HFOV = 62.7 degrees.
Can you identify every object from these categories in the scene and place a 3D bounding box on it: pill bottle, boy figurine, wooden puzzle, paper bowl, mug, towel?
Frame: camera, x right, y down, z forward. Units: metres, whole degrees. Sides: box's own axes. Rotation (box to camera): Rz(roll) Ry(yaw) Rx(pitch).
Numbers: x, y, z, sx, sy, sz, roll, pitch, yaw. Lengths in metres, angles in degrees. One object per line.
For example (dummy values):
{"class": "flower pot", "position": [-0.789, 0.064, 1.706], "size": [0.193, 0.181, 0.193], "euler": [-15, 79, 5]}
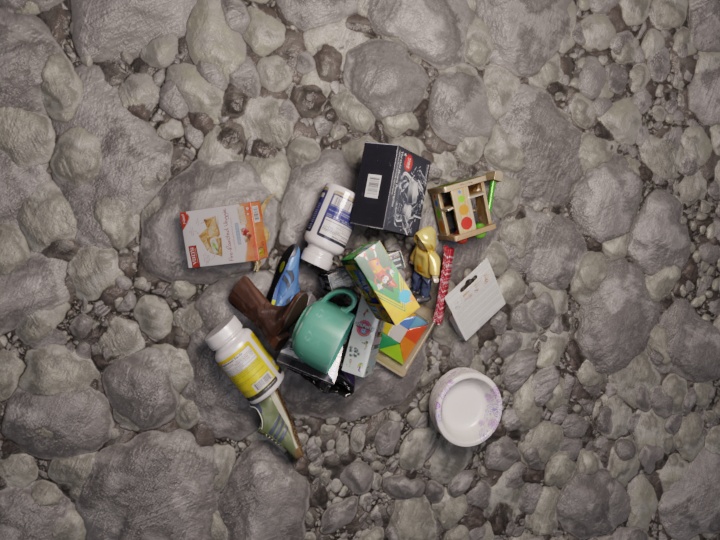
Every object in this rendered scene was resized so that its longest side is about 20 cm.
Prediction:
{"class": "pill bottle", "position": [-0.077, -0.108, 1.494], "size": [0.109, 0.111, 0.204], "euler": [24, 89, -15]}
{"class": "boy figurine", "position": [0.167, -0.015, 1.539], "size": [0.063, 0.124, 0.204], "euler": [-13, 127, -25]}
{"class": "wooden puzzle", "position": [0.097, 0.161, 1.601], "size": [0.183, 0.037, 0.203], "euler": [32, 87, -15]}
{"class": "pill bottle", "position": [-0.289, 0.219, 1.467], "size": [0.114, 0.114, 0.202], "euler": [-37, 102, -8]}
{"class": "paper bowl", "position": [0.283, 0.371, 1.633], "size": [0.195, 0.104, 0.207], "euler": [-2, 96, -14]}
{"class": "mug", "position": [-0.088, 0.136, 1.404], "size": [0.112, 0.153, 0.188], "euler": [26, 66, 5]}
{"class": "towel", "position": [0.223, 0.037, 1.576], "size": [0.022, 0.144, 0.206], "euler": [9, 93, 13]}

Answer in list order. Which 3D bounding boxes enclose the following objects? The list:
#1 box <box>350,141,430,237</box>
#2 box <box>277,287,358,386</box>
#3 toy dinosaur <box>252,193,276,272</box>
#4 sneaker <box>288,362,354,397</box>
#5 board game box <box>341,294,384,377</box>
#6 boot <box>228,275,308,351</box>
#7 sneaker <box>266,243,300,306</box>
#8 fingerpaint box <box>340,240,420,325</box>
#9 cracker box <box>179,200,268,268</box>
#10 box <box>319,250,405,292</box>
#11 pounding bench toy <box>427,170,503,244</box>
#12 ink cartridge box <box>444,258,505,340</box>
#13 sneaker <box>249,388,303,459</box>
{"class": "box", "position": [0.079, -0.199, 1.483], "size": [0.181, 0.102, 0.205], "euler": [6, 96, -58]}
{"class": "box", "position": [-0.105, 0.167, 1.498], "size": [0.155, 0.050, 0.204], "euler": [22, 72, -1]}
{"class": "toy dinosaur", "position": [-0.273, -0.102, 1.482], "size": [0.099, 0.058, 0.205], "euler": [6, 100, -30]}
{"class": "sneaker", "position": [-0.102, 0.267, 1.522], "size": [0.196, 0.088, 0.077], "euler": [18, 118, -14]}
{"class": "board game box", "position": [0.018, 0.159, 1.499], "size": [0.063, 0.147, 0.205], "euler": [15, 87, 10]}
{"class": "boot", "position": [-0.231, 0.066, 1.430], "size": [0.200, 0.064, 0.188], "euler": [44, 118, 21]}
{"class": "sneaker", "position": [-0.183, 0.036, 1.507], "size": [0.077, 0.066, 0.205], "euler": [19, 91, -24]}
{"class": "fingerpaint box", "position": [0.037, 0.028, 1.322], "size": [0.073, 0.200, 0.169], "euler": [-33, 97, -9]}
{"class": "cracker box", "position": [-0.327, -0.085, 1.413], "size": [0.195, 0.058, 0.138], "euler": [-6, 97, 19]}
{"class": "box", "position": [0.000, 0.000, 1.497], "size": [0.196, 0.159, 0.047], "euler": [-19, 95, -12]}
{"class": "pounding bench toy", "position": [0.304, -0.167, 1.579], "size": [0.195, 0.124, 0.160], "euler": [-17, 99, -12]}
{"class": "ink cartridge box", "position": [0.300, 0.074, 1.597], "size": [0.162, 0.050, 0.201], "euler": [-41, 130, -8]}
{"class": "sneaker", "position": [-0.222, 0.406, 1.531], "size": [0.088, 0.067, 0.204], "euler": [-22, 100, -4]}
